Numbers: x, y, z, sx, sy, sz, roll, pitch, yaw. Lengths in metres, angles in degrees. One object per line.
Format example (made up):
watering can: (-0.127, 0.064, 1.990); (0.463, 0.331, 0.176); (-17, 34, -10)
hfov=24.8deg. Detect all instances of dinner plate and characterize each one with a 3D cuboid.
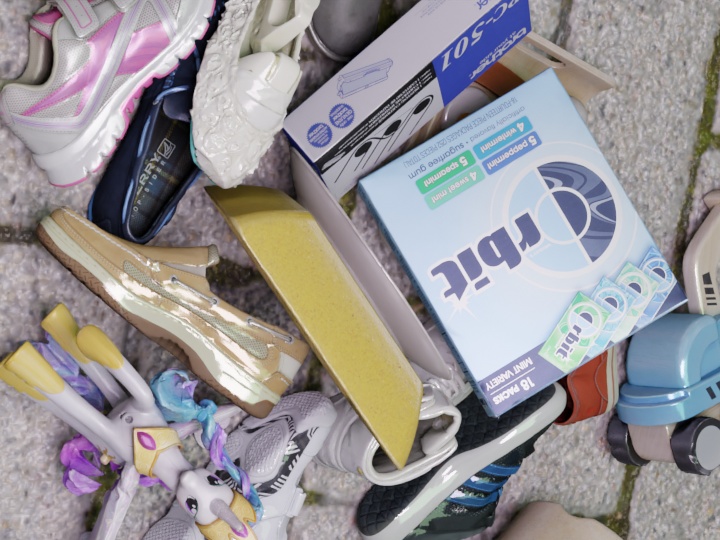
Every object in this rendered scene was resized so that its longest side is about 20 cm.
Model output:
dinner plate: (0.000, 0.000, 1.163); (0.024, 0.200, 0.201); (-34, 115, -4)

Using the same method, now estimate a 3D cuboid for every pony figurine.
pony figurine: (-0.158, 0.117, 1.117); (0.200, 0.193, 0.167); (45, 73, -8)

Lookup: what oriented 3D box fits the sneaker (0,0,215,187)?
sneaker: (-0.172, -0.158, 1.100); (0.088, 0.081, 0.201); (40, 79, -30)

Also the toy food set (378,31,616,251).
toy food set: (0.111, -0.084, 1.283); (0.143, 0.060, 0.202); (23, 87, -31)

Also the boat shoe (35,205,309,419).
boat shoe: (-0.122, 0.012, 1.099); (0.199, 0.072, 0.076); (38, 87, -12)

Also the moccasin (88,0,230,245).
moccasin: (-0.116, -0.100, 1.149); (0.080, 0.068, 0.202); (25, 86, -30)

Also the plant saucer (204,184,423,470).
plant saucer: (-0.026, 0.022, 1.127); (0.048, 0.200, 0.201); (-34, 104, -3)

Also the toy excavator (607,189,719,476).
toy excavator: (0.289, 0.049, 1.391); (0.193, 0.099, 0.202); (-23, 104, -33)

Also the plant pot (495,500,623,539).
plant pot: (0.141, 0.296, 1.311); (0.184, 0.200, 0.201); (-52, 119, -23)

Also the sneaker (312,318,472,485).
sneaker: (0.062, 0.098, 1.259); (0.199, 0.115, 0.074); (-36, 113, -20)

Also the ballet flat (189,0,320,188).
ballet flat: (-0.065, -0.154, 1.112); (0.071, 0.071, 0.202); (26, 63, -30)

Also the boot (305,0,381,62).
boot: (0.024, -0.231, 1.127); (0.072, 0.200, 0.184); (-5, 102, -27)

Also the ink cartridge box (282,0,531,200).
ink cartridge box: (0.036, -0.142, 1.189); (0.200, 0.094, 0.044); (-42, 73, -3)

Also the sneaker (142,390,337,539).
sneaker: (-0.072, 0.190, 1.227); (0.200, 0.075, 0.115); (-47, 118, -8)

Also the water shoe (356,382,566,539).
water shoe: (0.087, 0.163, 1.311); (0.199, 0.072, 0.079); (-37, 122, -2)

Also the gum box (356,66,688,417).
gum box: (0.119, -0.020, 1.216); (0.169, 0.045, 0.201); (-30, 88, -4)

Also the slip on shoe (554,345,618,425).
slip on shoe: (0.163, 0.052, 1.311); (0.061, 0.074, 0.201); (-29, 135, -14)
